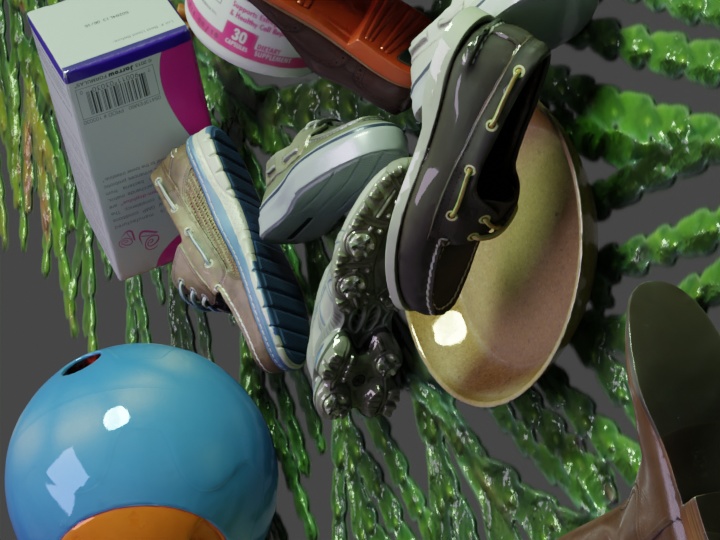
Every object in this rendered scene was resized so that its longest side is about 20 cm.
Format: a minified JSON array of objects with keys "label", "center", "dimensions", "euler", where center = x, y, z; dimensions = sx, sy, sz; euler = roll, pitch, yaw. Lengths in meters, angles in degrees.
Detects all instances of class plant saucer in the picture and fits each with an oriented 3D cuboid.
[{"label":"plant saucer","center":[0.090,-0.016,1.556],"dimensions":[0.200,0.035,0.200],"euler":[-5,85,58]}]

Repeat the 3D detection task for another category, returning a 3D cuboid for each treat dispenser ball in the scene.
[{"label":"treat dispenser ball","center":[-0.160,0.153,1.852],"dimensions":[0.201,0.201,0.201],"euler":[-5,84,62]}]

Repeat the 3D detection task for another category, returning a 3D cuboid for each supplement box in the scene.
[{"label":"supplement box","center":[-0.171,-0.108,1.915],"dimensions":[0.103,0.101,0.200],"euler":[-125,19,-49]}]

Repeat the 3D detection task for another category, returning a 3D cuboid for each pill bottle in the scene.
[{"label":"pill bottle","center":[-0.041,-0.242,1.739],"dimensions":[0.113,0.113,0.200],"euler":[64,141,41]}]

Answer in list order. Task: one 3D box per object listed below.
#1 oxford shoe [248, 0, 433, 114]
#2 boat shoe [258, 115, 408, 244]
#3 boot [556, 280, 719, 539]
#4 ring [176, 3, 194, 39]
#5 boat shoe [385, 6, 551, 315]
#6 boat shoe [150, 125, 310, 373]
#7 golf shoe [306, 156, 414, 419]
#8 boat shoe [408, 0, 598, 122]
[{"label":"oxford shoe","center":[-0.040,-0.171,1.676],"dimensions":[0.071,0.200,0.073],"euler":[-53,-1,-38]},{"label":"boat shoe","center":[-0.028,-0.073,1.753],"dimensions":[0.200,0.072,0.062],"euler":[-34,62,60]},{"label":"boot","center":[0.147,0.128,1.433],"dimensions":[0.200,0.064,0.187],"euler":[128,138,-55]},{"label":"ring","center":[-0.113,-0.271,1.892],"dimensions":[0.200,0.019,0.201],"euler":[-169,90,-86]},{"label":"boat shoe","center":[0.064,-0.054,1.500],"dimensions":[0.061,0.072,0.201],"euler":[25,122,23]},{"label":"boat shoe","center":[-0.097,-0.004,1.844],"dimensions":[0.072,0.072,0.200],"euler":[-30,62,18]},{"label":"golf shoe","center":[0.000,0.000,1.698],"dimensions":[0.097,0.078,0.200],"euler":[-118,41,-53]},{"label":"boat shoe","center":[0.082,-0.159,1.558],"dimensions":[0.200,0.071,0.070],"euler":[135,127,-61]}]
